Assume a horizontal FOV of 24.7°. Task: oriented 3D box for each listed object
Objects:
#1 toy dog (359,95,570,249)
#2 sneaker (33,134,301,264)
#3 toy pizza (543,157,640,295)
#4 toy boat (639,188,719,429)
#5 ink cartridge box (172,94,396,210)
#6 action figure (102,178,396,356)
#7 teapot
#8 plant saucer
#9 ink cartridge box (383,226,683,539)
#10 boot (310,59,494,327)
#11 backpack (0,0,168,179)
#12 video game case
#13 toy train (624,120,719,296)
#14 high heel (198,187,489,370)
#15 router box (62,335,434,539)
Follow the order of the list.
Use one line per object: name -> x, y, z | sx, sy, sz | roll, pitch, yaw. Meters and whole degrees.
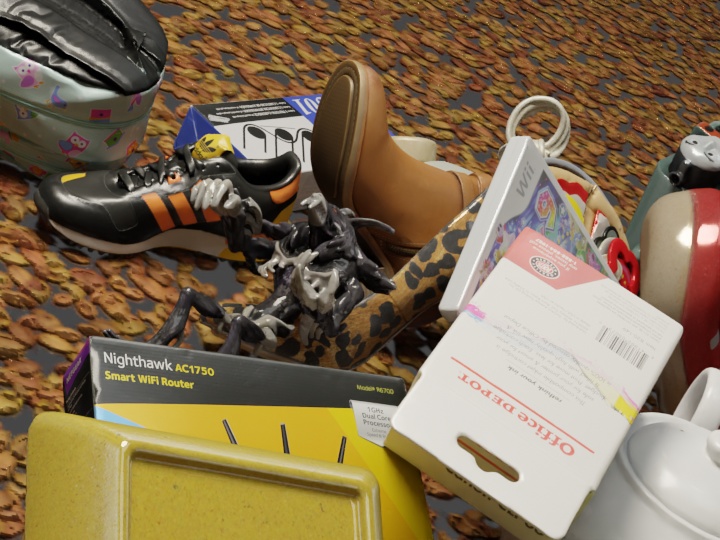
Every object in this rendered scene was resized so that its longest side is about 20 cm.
toy dog -> 0.092, -0.054, 1.254 | 0.198, 0.133, 0.096 | -16, 2, -4
sneaker -> -0.130, -0.062, 1.148 | 0.198, 0.091, 0.070 | 6, 34, -37
toy pizza -> 0.150, 0.018, 1.191 | 0.031, 0.203, 0.199 | -5, 0, 42
toy boat -> 0.280, 0.030, 1.233 | 0.129, 0.201, 0.131 | -7, 40, 15
ink cartridge box -> -0.050, -0.097, 1.334 | 0.094, 0.044, 0.199 | 43, 30, 23
action figure -> -0.057, 0.006, 1.004 | 0.118, 0.103, 0.200 | 28, 56, 28
teapot -> 0.191, 0.156, 1.011 | 0.196, 0.147, 0.200 | 5, 34, -38
plant saucer -> -0.061, 0.164, 0.785 | 0.198, 0.048, 0.202 | 13, 55, -27
ink cartridge box -> 0.093, 0.076, 0.934 | 0.116, 0.068, 0.200 | 33, 43, 8
boot -> 0.045, -0.057, 1.164 | 0.153, 0.202, 0.074 | -8, 28, -20
backpack -> -0.237, -0.153, 1.171 | 0.198, 0.127, 0.167 | 28, 38, -2
video game case -> 0.126, 0.029, 1.107 | 0.200, 0.018, 0.144 | 52, 51, -39
toy train -> 0.271, -0.039, 1.380 | 0.113, 0.201, 0.085 | -24, 57, -40
high heel -> 0.000, 0.000, 1.091 | 0.198, 0.144, 0.071 | 12, 2, -10
router box -> -0.058, 0.122, 0.889 | 0.198, 0.051, 0.151 | 10, 53, -30
